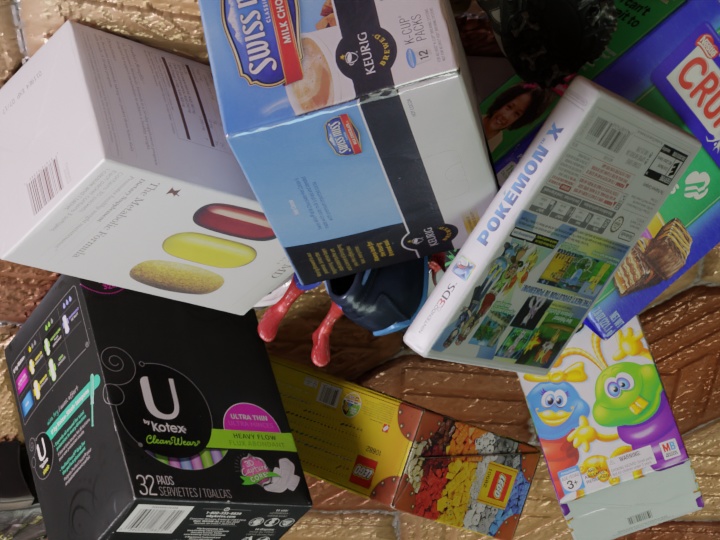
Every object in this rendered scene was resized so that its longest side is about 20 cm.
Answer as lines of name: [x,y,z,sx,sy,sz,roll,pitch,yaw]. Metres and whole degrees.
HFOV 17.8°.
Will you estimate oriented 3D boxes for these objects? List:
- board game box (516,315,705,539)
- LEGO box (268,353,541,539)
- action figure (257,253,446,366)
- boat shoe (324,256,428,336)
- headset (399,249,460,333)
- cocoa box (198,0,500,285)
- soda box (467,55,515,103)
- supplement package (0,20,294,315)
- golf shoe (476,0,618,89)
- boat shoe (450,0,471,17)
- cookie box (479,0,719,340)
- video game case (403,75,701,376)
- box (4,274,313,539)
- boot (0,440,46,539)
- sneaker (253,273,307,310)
board game box: [0.179,0.093,1.770,0.105,0.200,0.103,-20,150,5]
LEGO box: [0.011,0.131,1.758,0.200,0.077,0.149,17,176,43]
action figure: [0.000,0.000,1.508,0.065,0.099,0.200,24,126,-14]
boat shoe: [0.002,-0.061,1.428,0.084,0.200,0.069,-30,147,27]
headset: [0.042,-0.007,1.626,0.094,0.124,0.200,29,162,-20]
cocoa box: [-0.004,-0.100,1.295,0.131,0.133,0.200,-14,154,5]
soda box: [0.153,-0.098,1.578,0.200,0.068,0.063,0,144,-28]
supplement package: [-0.126,-0.060,1.453,0.200,0.110,0.114,14,137,-42]
golf shoe: [0.091,-0.191,1.370,0.078,0.095,0.200,-32,141,1]
boat shoe: [-0.023,-0.182,1.360,0.200,0.074,0.069,12,151,-39]
cookie box: [0.180,-0.083,1.498,0.200,0.075,0.171,-41,125,-4]
video game case: [0.119,-0.021,1.381,0.182,0.022,0.200,-57,156,9]
box: [-0.146,0.109,1.627,0.148,0.200,0.124,7,140,-35]
boot: [-0.260,0.200,1.860,0.200,0.069,0.174,5,146,-21]
sneaker: [-0.035,-0.045,1.580,0.079,0.074,0.200,35,126,-27]
